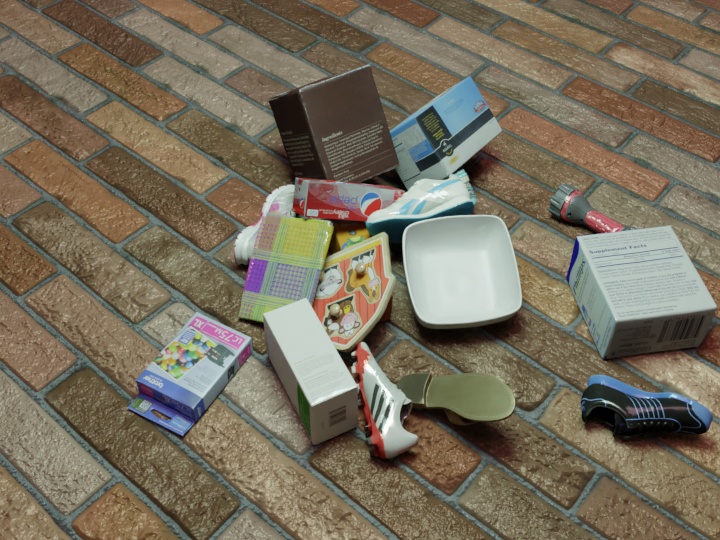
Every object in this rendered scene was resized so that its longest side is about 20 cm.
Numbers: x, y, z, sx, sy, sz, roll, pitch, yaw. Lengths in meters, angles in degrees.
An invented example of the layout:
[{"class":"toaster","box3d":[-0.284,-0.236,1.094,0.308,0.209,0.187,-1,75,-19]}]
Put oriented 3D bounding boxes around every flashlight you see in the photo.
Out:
[{"class":"flashlight","box3d":[0.454,-0.093,1.662,0.067,0.069,0.199,-34,55,-31]}]

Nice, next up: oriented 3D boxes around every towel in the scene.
[{"class":"towel","box3d":[-0.129,-0.003,1.525,0.141,0.023,0.204,8,76,21]}]

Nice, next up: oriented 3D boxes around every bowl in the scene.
[{"class":"bowl","box3d":[0.172,0.011,1.528,0.195,0.075,0.204,-5,64,-6]}]

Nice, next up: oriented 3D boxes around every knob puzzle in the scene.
[{"class":"knob puzzle","box3d":[-0.029,0.043,1.478,0.216,0.030,0.224,-20,51,26]}]

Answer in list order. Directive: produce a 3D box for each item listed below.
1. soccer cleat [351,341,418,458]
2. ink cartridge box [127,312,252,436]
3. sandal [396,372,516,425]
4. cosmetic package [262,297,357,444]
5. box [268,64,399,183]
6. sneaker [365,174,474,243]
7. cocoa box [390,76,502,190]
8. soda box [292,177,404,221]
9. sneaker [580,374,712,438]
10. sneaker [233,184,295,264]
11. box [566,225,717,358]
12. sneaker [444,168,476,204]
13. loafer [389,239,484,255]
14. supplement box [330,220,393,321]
[{"class":"soccer cleat","box3d":[0.036,0.199,1.374,0.083,0.069,0.203,-11,52,-4]},{"class":"ink cartridge box","box3d":[-0.277,0.165,1.423,0.117,0.042,0.201,21,51,19]},{"class":"sandal","box3d":[0.158,0.208,1.375,0.208,0.070,0.079,3,57,34]},{"class":"cosmetic package","box3d":[-0.080,0.157,1.386,0.083,0.109,0.201,-20,48,-18]},{"class":"box","box3d":[-0.052,-0.268,1.690,0.162,0.204,0.165,-24,15,-23]},{"class":"sneaker","box3d":[0.101,-0.112,1.573,0.196,0.077,0.082,-16,58,-6]},{"class":"cocoa box","box3d":[0.159,-0.269,1.739,0.199,0.133,0.133,-40,100,-36]},{"class":"soda box","box3d":[-0.022,-0.126,1.588,0.196,0.065,0.070,3,10,-27]},{"class":"sneaker","box3d":[0.441,0.229,1.359,0.196,0.071,0.079,14,51,20]},{"class":"sneaker","box3d":[-0.152,-0.075,1.632,0.087,0.082,0.202,22,58,17]},{"class":"box","box3d":[0.480,0.035,1.514,0.179,0.106,0.203,-6,47,-7]},{"class":"sneaker","box3d":[0.142,-0.108,1.665,0.199,0.078,0.087,-36,94,-13]},{"class":"loafer","box3d":[0.149,-0.043,1.610,0.195,0.073,0.064,0,51,-4]},{"class":"supplement box","box3d":[0.000,0.000,1.566,0.065,0.070,0.202,-9,45,-13]}]
